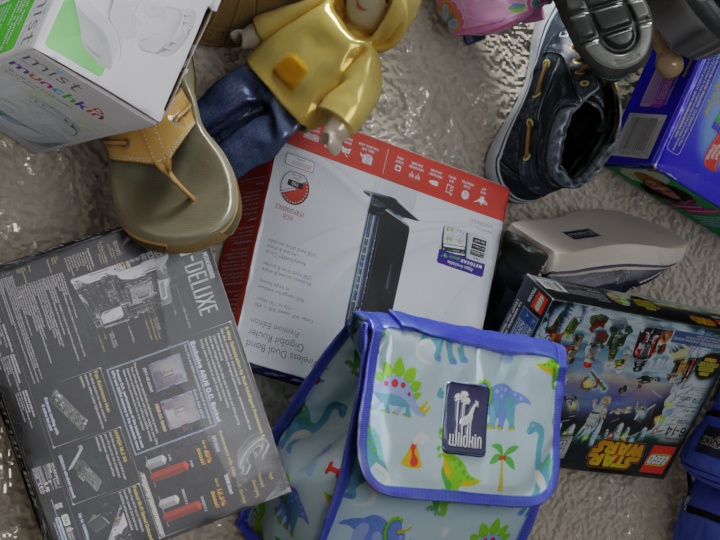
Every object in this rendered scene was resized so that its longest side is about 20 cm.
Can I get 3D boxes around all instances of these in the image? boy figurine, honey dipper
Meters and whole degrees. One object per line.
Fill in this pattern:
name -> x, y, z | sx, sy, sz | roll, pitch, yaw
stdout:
boy figurine -> -0.035, -0.131, 1.231 | 0.200, 0.124, 0.064 | -37, 150, 7
honey dipper -> 0.201, -0.240, 1.436 | 0.038, 0.038, 0.200 | -22, 82, -31

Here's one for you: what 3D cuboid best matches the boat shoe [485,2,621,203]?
boat shoe -> 0.170, -0.142, 1.409 | 0.071, 0.091, 0.201 | 31, 71, -27

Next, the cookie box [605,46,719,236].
cookie box -> 0.318, -0.115, 1.496 | 0.200, 0.075, 0.171 | 28, 83, -27

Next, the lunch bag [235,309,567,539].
lunch bag -> 0.037, 0.126, 1.252 | 0.170, 0.127, 0.200 | 10, 111, -33

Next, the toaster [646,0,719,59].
toaster -> 0.257, -0.237, 1.361 | 0.114, 0.129, 0.200 | -32, 90, -7

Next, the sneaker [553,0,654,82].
sneaker -> 0.154, -0.228, 1.344 | 0.075, 0.079, 0.200 | -15, 82, 1

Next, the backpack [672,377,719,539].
backpack -> 0.335, 0.172, 1.460 | 0.168, 0.162, 0.200 | 34, 82, -16

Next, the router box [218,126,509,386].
router box -> 0.000, 0.000, 1.318 | 0.200, 0.049, 0.180 | 17, 78, -30

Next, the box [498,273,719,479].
box -> 0.178, 0.083, 1.385 | 0.200, 0.040, 0.137 | 10, 115, -36

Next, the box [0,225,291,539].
box -> -0.151, 0.075, 1.187 | 0.157, 0.050, 0.200 | -20, 93, -18

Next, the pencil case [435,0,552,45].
pencil case -> 0.079, -0.270, 1.364 | 0.087, 0.087, 0.200 | -24, 100, -31

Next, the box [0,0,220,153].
box -> -0.160, -0.186, 1.154 | 0.097, 0.176, 0.200 | 30, 73, -27

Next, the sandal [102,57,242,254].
sandal -> -0.131, -0.092, 1.180 | 0.080, 0.054, 0.200 | -19, 55, 4

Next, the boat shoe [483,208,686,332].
boat shoe -> 0.168, 0.010, 1.422 | 0.200, 0.075, 0.093 | -3, 119, -44

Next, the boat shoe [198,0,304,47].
boat shoe -> -0.058, -0.204, 1.290 | 0.200, 0.071, 0.069 | -6, 64, -25
